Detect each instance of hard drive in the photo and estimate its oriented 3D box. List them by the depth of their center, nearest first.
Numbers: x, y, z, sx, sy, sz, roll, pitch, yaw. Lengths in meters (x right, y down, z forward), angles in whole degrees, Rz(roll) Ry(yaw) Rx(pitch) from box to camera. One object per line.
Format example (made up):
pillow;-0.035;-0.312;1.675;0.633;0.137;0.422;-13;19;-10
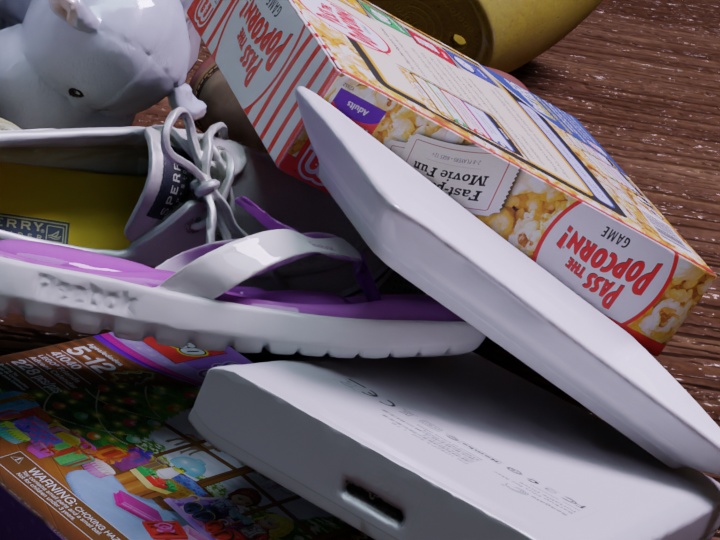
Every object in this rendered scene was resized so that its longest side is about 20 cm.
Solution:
hard drive;0.043;0.065;0.646;0.131;0.026;0.200;27;10;21

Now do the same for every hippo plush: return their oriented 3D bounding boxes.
hippo plush;-0.123;-0.121;0.925;0.159;0.200;0.161;33;24;-48

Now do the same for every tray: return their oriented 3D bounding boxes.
tray;0.056;0.012;0.680;0.200;0.022;0.108;35;11;-32

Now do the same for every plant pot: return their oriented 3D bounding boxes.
plant pot;0.055;-0.191;1.134;0.198;0.201;0.142;18;50;13

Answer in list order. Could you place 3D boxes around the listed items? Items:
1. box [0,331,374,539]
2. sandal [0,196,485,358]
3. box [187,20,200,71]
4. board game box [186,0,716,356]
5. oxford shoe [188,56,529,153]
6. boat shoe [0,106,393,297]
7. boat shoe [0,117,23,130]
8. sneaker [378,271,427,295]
box;-0.050;0.084;0.626;0.199;0.039;0.136;31;28;36
sandal;-0.044;0.000;0.645;0.201;0.050;0.082;6;4;-25
box;-0.183;-0.184;1.063;0.198;0.118;0.060;12;24;3
board game box;0.036;-0.055;0.791;0.199;0.046;0.152;26;18;-29
oxford shoe;0.011;-0.076;0.975;0.198;0.071;0.075;2;31;-19
boat shoe;-0.073;-0.027;0.714;0.200;0.086;0.075;6;69;-14
boat shoe;-0.193;-0.024;0.763;0.063;0.074;0.200;20;17;29
sneaker;0.000;0.000;0.802;0.199;0.067;0.090;-3;25;-35
